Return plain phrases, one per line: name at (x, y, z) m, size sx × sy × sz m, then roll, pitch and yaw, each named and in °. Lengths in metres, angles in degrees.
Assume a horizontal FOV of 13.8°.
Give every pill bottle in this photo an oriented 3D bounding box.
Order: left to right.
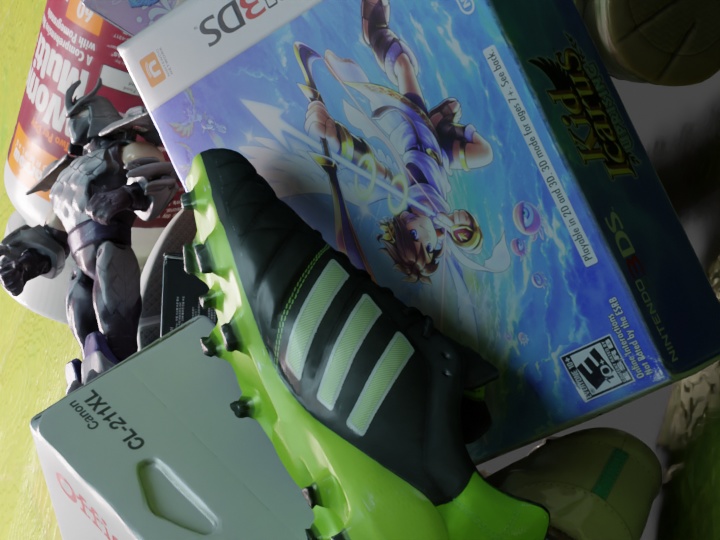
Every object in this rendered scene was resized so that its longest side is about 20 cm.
pill bottle at (-0.125, -0.076, 1.553) m, size 0.110 × 0.109 × 0.201 m, roll -119°, pitch 42°, yaw -58°

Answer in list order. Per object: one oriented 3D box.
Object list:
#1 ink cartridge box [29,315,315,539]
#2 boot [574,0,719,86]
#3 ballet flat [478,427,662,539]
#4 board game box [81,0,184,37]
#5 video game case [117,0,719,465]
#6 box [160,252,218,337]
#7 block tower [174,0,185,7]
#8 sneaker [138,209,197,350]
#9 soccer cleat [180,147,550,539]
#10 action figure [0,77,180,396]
ink cartridge box at (-0.036, 0.139, 1.112) m, size 0.146 × 0.083 × 0.200 m, roll 42°, pitch 153°, yaw 37°
boot at (0.094, -0.165, 1.076) m, size 0.155 × 0.072 × 0.201 m, roll -173°, pitch 90°, yaw -72°
ballet flat at (0.053, 0.100, 1.111) m, size 0.200 × 0.069 × 0.070 m, roll 148°, pitch 127°, yaw -61°
board game box at (-0.025, -0.197, 1.229) m, size 0.200 × 0.043 × 0.199 m, roll -60°, pitch -6°, yaw 18°
video game case at (0.018, -0.029, 1.056) m, size 0.181 × 0.045 × 0.201 m, roll -28°, pitch 87°, yaw 47°
box at (-0.064, 0.095, 1.333) m, size 0.160 × 0.043 × 0.201 m, roll 42°, pitch -130°, yaw -88°
block tower at (0.018, -0.063, 1.115) m, size 0.200 × 0.054 × 0.058 m, roll 44°, pitch 130°, yaw 23°
sneaker at (-0.091, 0.060, 1.476) m, size 0.080 × 0.070 × 0.201 m, roll -163°, pitch 81°, yaw -72°
soccer cleat at (-0.002, 0.033, 1.027) m, size 0.068 × 0.081 × 0.200 m, roll 93°, pitch 154°, yaw -53°
action figure at (-0.123, 0.001, 1.398) m, size 0.130 × 0.069 × 0.201 m, roll -37°, pitch 55°, yaw 56°
